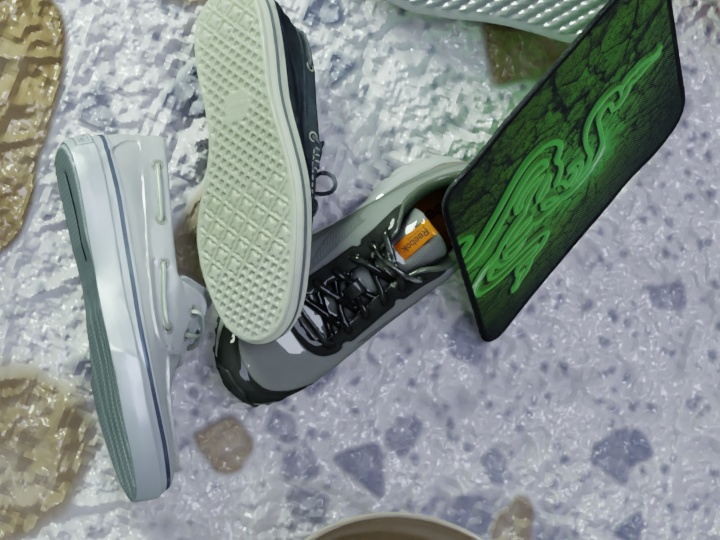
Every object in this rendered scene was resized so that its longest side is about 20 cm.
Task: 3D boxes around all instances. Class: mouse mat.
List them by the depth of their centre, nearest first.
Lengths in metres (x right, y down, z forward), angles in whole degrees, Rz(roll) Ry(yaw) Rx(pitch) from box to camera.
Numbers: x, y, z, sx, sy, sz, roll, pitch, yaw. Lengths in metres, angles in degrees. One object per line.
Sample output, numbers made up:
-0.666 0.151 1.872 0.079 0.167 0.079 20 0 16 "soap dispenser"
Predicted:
0.120 -0.067 1.407 0.008 0.161 0.200 33 71 28 "mouse mat"

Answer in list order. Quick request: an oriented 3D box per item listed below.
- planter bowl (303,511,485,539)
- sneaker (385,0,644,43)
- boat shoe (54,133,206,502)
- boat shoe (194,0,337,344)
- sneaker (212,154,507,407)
0.000 0.242 1.316 0.199 0.135 0.202 8 69 -21 "planter bowl"
0.068 -0.188 1.432 0.198 0.079 0.080 19 34 -5 "sneaker"
-0.113 0.021 1.343 0.066 0.074 0.202 -9 87 -18 "boat shoe"
-0.050 -0.057 1.366 0.062 0.074 0.202 21 59 -54 "boat shoe"
0.000 0.000 1.384 0.200 0.079 0.074 -39 99 -17 "sneaker"
